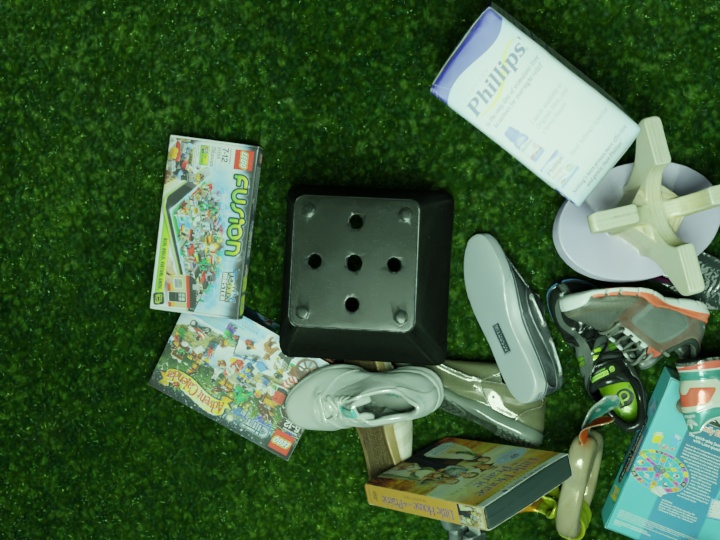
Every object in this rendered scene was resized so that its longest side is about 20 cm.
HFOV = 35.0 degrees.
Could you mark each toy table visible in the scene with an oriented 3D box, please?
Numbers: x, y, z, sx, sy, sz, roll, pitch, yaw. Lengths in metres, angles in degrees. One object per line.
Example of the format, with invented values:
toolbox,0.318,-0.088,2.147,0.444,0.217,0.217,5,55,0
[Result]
toy table,0.316,-0.062,1.226,0.197,0.117,0.186,-25,87,-12

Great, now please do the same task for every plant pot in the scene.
plant pot,0.000,0.000,1.256,0.195,0.177,0.204,3,87,6

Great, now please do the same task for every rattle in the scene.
rattle,0.219,0.210,1.324,0.142,0.130,0.202,28,149,31

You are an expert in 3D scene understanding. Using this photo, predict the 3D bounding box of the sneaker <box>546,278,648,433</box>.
sneaker,0.281,0.098,1.322,0.070,0.083,0.202,-27,98,11

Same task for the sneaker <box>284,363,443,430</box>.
sneaker,-0.008,0.151,1.309,0.197,0.088,0.077,-11,99,23

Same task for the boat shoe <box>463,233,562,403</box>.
boat shoe,0.183,0.050,1.331,0.072,0.067,0.203,-34,74,53

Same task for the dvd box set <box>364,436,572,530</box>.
dvd box set,0.119,0.236,1.288,0.198,0.145,0.030,-2,106,52

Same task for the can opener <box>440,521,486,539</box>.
can opener,0.122,0.334,1.403,0.066,0.052,0.204,-16,108,-31

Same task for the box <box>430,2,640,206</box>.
box,0.183,-0.182,1.218,0.199,0.184,0.105,38,105,-3

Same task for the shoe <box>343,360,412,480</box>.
shoe,0.026,0.173,1.386,0.069,0.053,0.204,-5,98,43

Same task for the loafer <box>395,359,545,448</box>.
loafer,0.135,0.140,1.362,0.198,0.075,0.070,28,74,0

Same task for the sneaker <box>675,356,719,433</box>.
sneaker,0.440,0.148,1.289,0.196,0.070,0.095,5,82,-24

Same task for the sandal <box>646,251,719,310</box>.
sandal,0.344,-0.014,1.308,0.197,0.048,0.077,21,104,0

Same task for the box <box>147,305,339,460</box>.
box,-0.142,0.123,1.394,0.198,0.038,0.138,28,103,-1

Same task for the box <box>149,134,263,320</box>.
box,-0.180,-0.050,1.339,0.108,0.035,0.204,7,90,4

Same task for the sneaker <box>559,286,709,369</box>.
sneaker,0.311,0.067,1.277,0.196,0.077,0.084,9,80,-22

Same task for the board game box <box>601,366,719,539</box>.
board game box,0.395,0.237,1.360,0.149,0.047,0.203,21,104,0
